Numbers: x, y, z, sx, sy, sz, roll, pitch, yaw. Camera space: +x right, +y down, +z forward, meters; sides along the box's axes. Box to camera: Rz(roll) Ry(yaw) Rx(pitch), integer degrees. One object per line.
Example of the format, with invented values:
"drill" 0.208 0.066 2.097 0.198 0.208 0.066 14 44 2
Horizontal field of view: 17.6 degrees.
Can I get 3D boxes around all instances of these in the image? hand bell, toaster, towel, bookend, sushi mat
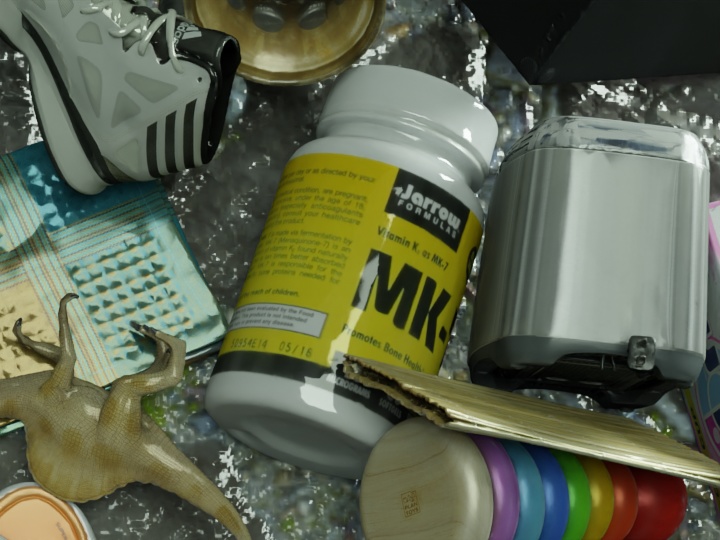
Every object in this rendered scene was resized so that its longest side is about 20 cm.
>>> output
"hand bell" -0.041 -0.201 1.281 0.104 0.104 0.200 7 39 -7
"toaster" 0.119 -0.002 1.205 0.113 0.200 0.129 5 81 -3
"towel" -0.187 0.011 1.251 0.200 0.022 0.147 -22 78 -14
"bookend" 0.123 -0.209 1.308 0.199 0.092 0.200 -9 56 -48
"sushi mat" 0.094 0.077 1.171 0.200 0.096 0.012 15 96 -35

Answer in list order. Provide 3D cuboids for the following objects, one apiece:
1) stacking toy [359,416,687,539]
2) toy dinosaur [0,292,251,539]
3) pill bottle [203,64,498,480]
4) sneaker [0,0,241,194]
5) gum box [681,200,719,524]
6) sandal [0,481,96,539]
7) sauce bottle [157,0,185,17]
"stacking toy" 0.097 0.118 1.200 0.200 0.085 0.086 3 69 -42
"toy dinosaur" -0.126 0.077 1.211 0.200 0.058 0.101 23 86 7
"pill bottle" 0.000 0.000 1.235 0.114 0.114 0.200 19 71 -3
"sneaker" -0.124 -0.137 1.192 0.115 0.201 0.076 -8 31 22
"gum box" 0.221 0.058 1.254 0.066 0.114 0.200 -12 76 -13
"sandal" -0.196 0.199 1.169 0.079 0.059 0.207 29 70 1
"sauce bottle" -0.108 -0.229 1.316 0.066 0.066 0.200 -5 76 -11
